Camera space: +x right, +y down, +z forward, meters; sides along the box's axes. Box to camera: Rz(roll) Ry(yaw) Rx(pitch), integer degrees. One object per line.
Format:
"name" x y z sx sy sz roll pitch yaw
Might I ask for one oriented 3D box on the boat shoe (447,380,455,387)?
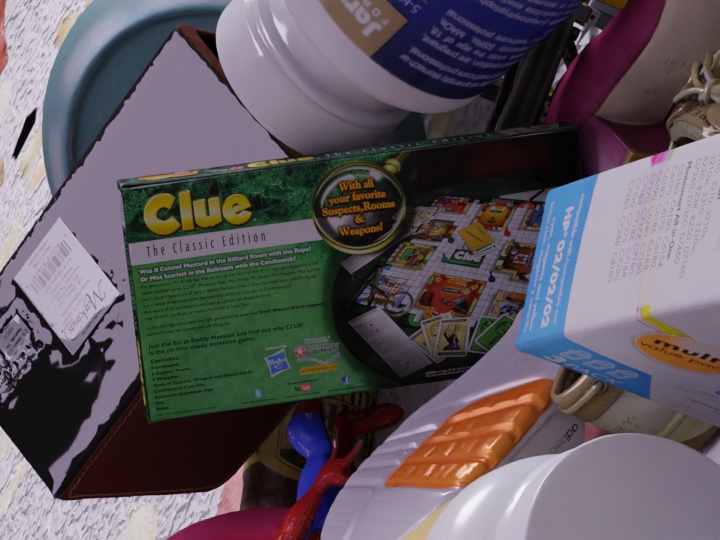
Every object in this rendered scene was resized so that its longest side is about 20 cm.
"boat shoe" 0.042 0.110 1.254 0.075 0.068 0.201 -49 29 47

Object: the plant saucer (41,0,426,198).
"plant saucer" -0.066 -0.053 1.403 0.201 0.199 0.027 -59 -4 25

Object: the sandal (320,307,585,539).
"sandal" 0.073 0.066 1.203 0.207 0.059 0.079 -44 24 -18

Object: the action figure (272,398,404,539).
"action figure" -0.013 0.114 1.291 0.051 0.066 0.201 -12 36 20

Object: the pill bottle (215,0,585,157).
"pill bottle" 0.033 -0.138 1.224 0.200 0.119 0.120 -42 34 33

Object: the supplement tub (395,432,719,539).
"supplement tub" 0.059 0.155 1.075 0.200 0.145 0.146 -42 35 50

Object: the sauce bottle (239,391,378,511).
"sauce bottle" -0.026 0.099 1.436 0.065 0.064 0.201 -39 39 52

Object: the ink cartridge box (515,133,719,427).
"ink cartridge box" 0.155 0.004 1.021 0.200 0.115 0.068 -18 55 63

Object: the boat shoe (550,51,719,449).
"boat shoe" 0.137 -0.029 1.160 0.202 0.063 0.073 -69 22 3

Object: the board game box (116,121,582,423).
"board game box" 0.000 0.000 1.245 0.023 0.198 0.106 -130 34 -75

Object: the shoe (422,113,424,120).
"shoe" -0.004 -0.053 1.471 0.200 0.069 0.054 102 168 -64

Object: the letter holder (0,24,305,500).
"letter holder" -0.072 0.000 1.357 0.101 0.142 0.200 48 112 26

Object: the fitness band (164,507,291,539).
"fitness band" -0.037 0.177 1.299 0.201 0.143 0.038 -102 0 -53

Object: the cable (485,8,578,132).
"cable" 0.045 -0.035 1.294 0.097 0.050 0.201 -67 -6 -61

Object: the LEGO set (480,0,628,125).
"LEGO set" 0.070 -0.162 1.356 0.201 0.115 0.154 -61 24 21

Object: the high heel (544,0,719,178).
"high heel" 0.135 -0.121 1.244 0.096 0.067 0.201 -120 40 -50
